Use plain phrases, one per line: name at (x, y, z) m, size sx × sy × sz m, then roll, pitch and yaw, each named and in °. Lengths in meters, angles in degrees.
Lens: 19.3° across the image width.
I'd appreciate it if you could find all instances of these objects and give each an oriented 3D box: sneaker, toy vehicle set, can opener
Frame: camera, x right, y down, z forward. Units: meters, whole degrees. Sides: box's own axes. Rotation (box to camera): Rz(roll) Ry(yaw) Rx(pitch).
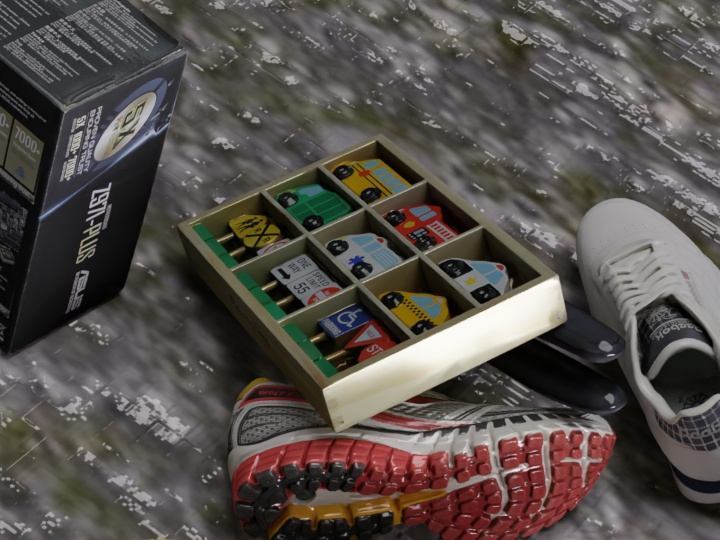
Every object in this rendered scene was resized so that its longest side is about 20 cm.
sneaker at (0.031, 0.079, 1.026) m, size 0.199 × 0.078 × 0.082 m, roll 3°, pitch 42°, yaw -20°
sneaker at (0.161, 0.024, 1.118) m, size 0.076 × 0.081 × 0.200 m, roll -30°, pitch 47°, yaw 8°
toy vehicle set at (0.000, 0.000, 1.049) m, size 0.124 × 0.027 × 0.200 m, roll -25°, pitch 31°, yaw -14°
can opener at (0.069, 0.022, 1.059) m, size 0.078 × 0.064 × 0.200 m, roll -24°, pitch 20°, yaw -21°

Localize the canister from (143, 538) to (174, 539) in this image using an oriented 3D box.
canister at (-0.101, 0.214, 0.822) m, size 0.148 × 0.087 × 0.200 m, roll -4°, pitch 48°, yaw -26°

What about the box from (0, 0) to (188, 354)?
box at (-0.198, -0.088, 1.047) m, size 0.200 × 0.164 × 0.086 m, roll 38°, pitch 44°, yaw 20°
